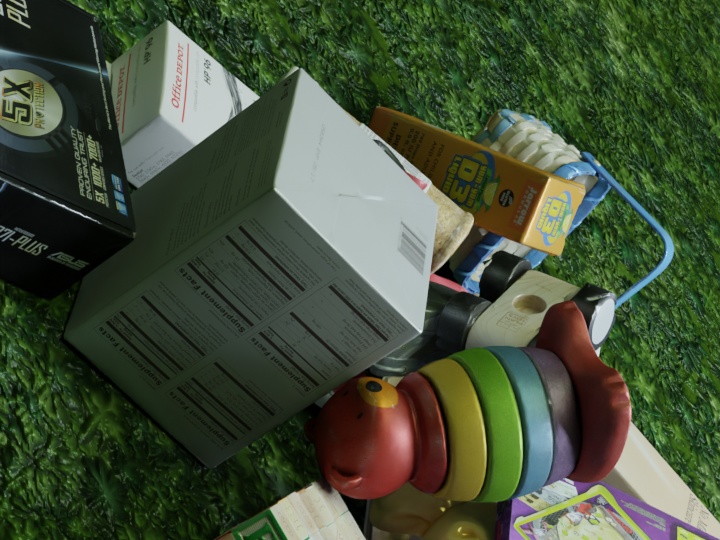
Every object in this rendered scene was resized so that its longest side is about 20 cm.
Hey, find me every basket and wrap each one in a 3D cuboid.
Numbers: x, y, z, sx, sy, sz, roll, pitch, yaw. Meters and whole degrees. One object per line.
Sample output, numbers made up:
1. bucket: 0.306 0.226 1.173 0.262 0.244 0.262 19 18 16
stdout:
1. basket: 0.161 -0.034 2.025 0.200 0.176 0.139 55 19 22

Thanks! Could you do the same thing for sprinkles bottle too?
1. sprinkles bottle: -0.001 -0.081 1.884 0.200 0.068 0.068 40 29 -6

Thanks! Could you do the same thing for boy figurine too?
1. boy figurine: 0.087 0.207 1.603 0.200 0.065 0.124 37 28 10

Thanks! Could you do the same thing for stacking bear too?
1. stacking bear: 0.064 0.105 1.545 0.199 0.114 0.122 -7 40 -19

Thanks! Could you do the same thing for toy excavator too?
1. toy excavator: 0.104 0.117 1.704 0.099 0.201 0.194 20 38 25

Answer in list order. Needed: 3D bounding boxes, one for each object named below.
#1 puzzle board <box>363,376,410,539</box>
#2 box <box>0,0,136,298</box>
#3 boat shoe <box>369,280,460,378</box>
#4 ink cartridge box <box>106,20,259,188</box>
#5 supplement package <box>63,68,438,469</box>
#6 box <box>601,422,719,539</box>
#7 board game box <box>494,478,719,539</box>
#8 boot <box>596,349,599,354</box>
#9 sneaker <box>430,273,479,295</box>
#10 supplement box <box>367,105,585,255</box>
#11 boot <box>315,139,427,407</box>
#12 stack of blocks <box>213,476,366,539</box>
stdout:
1. puzzle board: 0.060 0.157 1.746 0.200 0.017 0.152 5 91 -58
2. box: -0.248 -0.106 1.525 0.163 0.086 0.201 26 40 -44
3. boat shoe: 0.062 0.049 1.764 0.074 0.065 0.202 23 8 21
4. ink cartridge box: -0.131 -0.105 1.737 0.200 0.068 0.116 38 32 -31
5. supplement package: -0.072 0.000 1.574 0.151 0.200 0.152 44 29 -22
6. box: 0.220 0.208 1.727 0.200 0.078 0.095 48 23 -7
7. board game box: 0.186 0.206 1.606 0.199 0.032 0.120 27 30 -11
8. boot: 0.145 0.084 1.880 0.072 0.201 0.091 16 32 -6
9. sneaker: 0.043 0.062 1.867 0.087 0.074 0.200 35 29 -1
10. supplement box: 0.091 -0.078 1.957 0.199 0.067 0.069 24 5 35
11. boot: 0.000 0.000 1.757 0.072 0.144 0.201 26 41 -46
12. stack of blocks: -0.071 0.194 1.459 0.059 0.115 0.200 59 9 4
